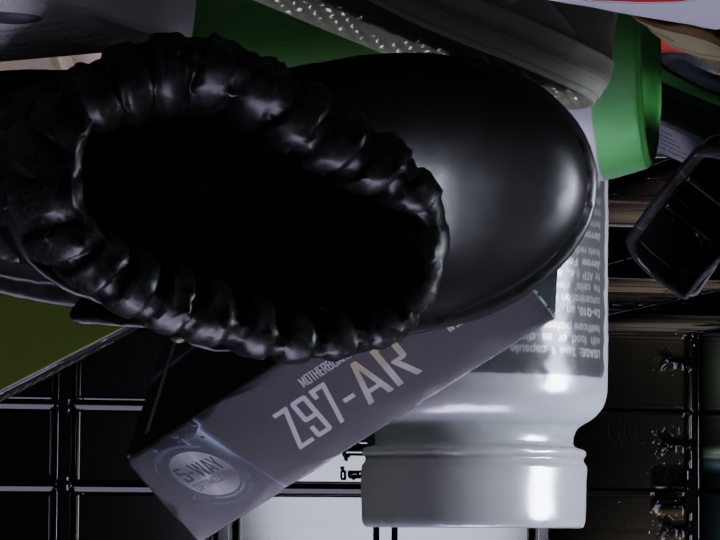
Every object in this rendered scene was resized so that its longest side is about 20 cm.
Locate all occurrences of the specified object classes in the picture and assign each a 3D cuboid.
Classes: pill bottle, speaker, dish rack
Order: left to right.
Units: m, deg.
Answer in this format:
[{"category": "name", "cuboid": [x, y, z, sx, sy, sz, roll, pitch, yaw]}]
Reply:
[{"category": "speaker", "cuboid": [0.000, -0.069, 1.003, 0.200, 0.088, 0.088, 0, 175, 12]}, {"category": "pill bottle", "cuboid": [0.049, 0.009, 1.237, 0.113, 0.200, 0.113, 1, 175, 0]}, {"category": "dish rack", "cuboid": [0.193, 0.014, 0.969, 0.200, 0.055, 0.153, 35, 168, 3]}]

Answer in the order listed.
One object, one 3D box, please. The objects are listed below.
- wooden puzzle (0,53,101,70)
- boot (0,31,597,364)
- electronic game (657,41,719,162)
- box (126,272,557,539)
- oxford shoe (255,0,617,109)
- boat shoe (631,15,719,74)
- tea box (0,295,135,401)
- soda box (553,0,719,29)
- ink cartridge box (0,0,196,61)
[{"category": "wooden puzzle", "cuboid": [-0.158, -0.071, 0.939, 0.200, 0.037, 0.185, -2, 144, 10]}, {"category": "boot", "cuboid": [-0.006, -0.019, 0.744, 0.211, 0.079, 0.158, -4, -179, -25]}, {"category": "electronic game", "cuboid": [0.179, -0.054, 1.122, 0.200, 0.042, 0.200, 15, -167, -4]}, {"category": "box", "cuboid": [0.000, 0.000, 1.096, 0.160, 0.044, 0.200, -33, -162, 20]}, {"category": "oxford shoe", "cuboid": [-0.007, -0.103, 0.824, 0.200, 0.058, 0.075, 21, 172, -30]}, {"category": "boat shoe", "cuboid": [0.142, -0.066, 0.828, 0.065, 0.071, 0.200, 35, -174, -22]}, {"category": "tea box", "cuboid": [-0.187, 0.000, 1.142, 0.197, 0.134, 0.200, -27, -178, -15]}, {"category": "soda box", "cuboid": [0.047, -0.104, 0.718, 0.200, 0.064, 0.068, 6, 173, -42]}, {"category": "ink cartridge box", "cuboid": [-0.146, -0.099, 0.675, 0.146, 0.085, 0.200, -3, 173, 26]}]
